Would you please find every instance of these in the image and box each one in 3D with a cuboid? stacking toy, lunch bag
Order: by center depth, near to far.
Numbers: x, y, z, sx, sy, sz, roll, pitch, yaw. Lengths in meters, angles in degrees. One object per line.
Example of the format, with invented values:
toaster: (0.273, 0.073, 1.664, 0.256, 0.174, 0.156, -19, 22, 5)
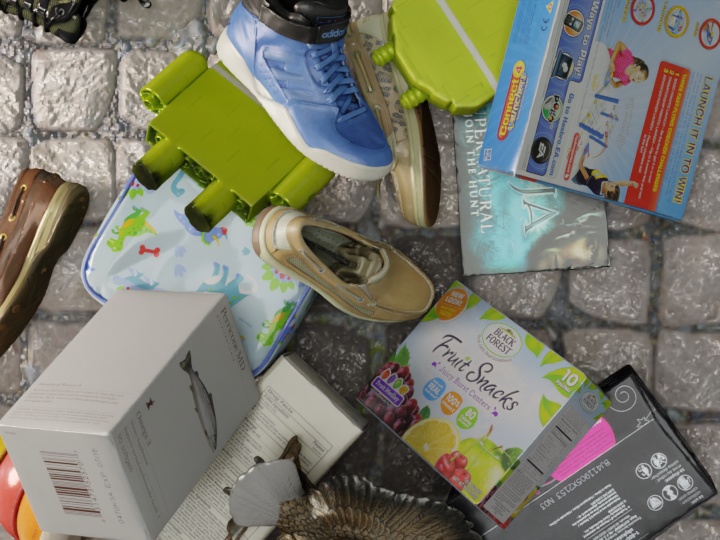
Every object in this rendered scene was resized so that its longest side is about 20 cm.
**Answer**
lunch bag: (-0.142, -0.001, 1.640, 0.200, 0.082, 0.161, 30, 93, 5)
stacking toy: (-0.304, 0.182, 1.654, 0.200, 0.146, 0.146, 30, 94, 22)

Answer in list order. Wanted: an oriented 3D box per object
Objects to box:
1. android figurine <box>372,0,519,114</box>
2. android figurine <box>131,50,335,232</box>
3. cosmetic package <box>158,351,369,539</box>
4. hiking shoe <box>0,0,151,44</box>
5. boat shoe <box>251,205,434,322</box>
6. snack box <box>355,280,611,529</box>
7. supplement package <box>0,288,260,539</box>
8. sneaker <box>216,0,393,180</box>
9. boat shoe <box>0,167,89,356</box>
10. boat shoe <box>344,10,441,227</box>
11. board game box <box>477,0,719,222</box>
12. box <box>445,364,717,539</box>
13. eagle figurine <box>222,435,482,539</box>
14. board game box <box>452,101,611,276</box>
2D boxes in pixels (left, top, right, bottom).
android figurine: (0.107, -0.216, 1.584, 0.200, 0.041, 0.182, -34, 87, -7)
android figurine: (-0.104, -0.125, 1.611, 0.182, 0.041, 0.200, 40, 62, 11)
cosmetic package: (-0.095, 0.179, 1.642, 0.105, 0.071, 0.200, 44, 95, 3)
hiking shoe: (-0.295, -0.252, 1.657, 0.199, 0.076, 0.101, -17, 86, 6)
boat shoe: (0.000, 0.000, 1.575, 0.076, 0.200, 0.072, 2, 76, 49)
snack box: (0.103, 0.111, 1.559, 0.142, 0.200, 0.053, -48, 130, -4)
supplement package: (-0.190, 0.118, 1.526, 0.117, 0.200, 0.117, 1, 124, 28)
sneaker: (-0.032, -0.175, 1.559, 0.200, 0.077, 0.111, 47, 130, 18)
boat shoe: (-0.324, -0.002, 1.671, 0.067, 0.072, 0.200, 28, 88, 11)
boat shoe: (0.030, -0.133, 1.629, 0.063, 0.073, 0.201, -11, 79, 13)
board game box: (0.214, -0.160, 1.554, 0.195, 0.056, 0.201, 13, 93, -34)
box: (0.193, 0.193, 1.589, 0.200, 0.115, 0.132, -36, 88, 8)
eagle figurine: (-0.013, 0.231, 1.541, 0.200, 0.151, 0.152, 37, 139, 25)
board game box: (0.153, -0.098, 1.632, 0.135, 0.028, 0.201, -4, 90, 7)
